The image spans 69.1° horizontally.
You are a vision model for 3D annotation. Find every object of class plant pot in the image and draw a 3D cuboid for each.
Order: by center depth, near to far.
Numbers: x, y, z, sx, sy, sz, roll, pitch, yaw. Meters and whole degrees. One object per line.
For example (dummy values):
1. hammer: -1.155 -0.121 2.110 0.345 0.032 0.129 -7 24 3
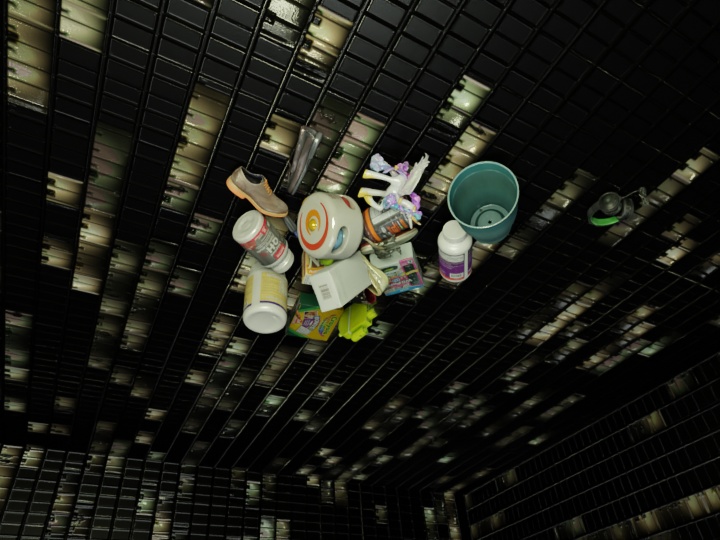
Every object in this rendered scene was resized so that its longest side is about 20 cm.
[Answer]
1. plant pot: 0.367 -0.178 1.521 0.195 0.206 0.188 -18 154 15

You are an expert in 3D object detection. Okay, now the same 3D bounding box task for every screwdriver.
1. screwdriver: -0.179 -0.092 1.617 0.029 0.028 0.202 -11 122 49

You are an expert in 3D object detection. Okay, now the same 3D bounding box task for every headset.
1. headset: 0.800 -0.188 1.621 0.120 0.097 0.200 13 148 -21

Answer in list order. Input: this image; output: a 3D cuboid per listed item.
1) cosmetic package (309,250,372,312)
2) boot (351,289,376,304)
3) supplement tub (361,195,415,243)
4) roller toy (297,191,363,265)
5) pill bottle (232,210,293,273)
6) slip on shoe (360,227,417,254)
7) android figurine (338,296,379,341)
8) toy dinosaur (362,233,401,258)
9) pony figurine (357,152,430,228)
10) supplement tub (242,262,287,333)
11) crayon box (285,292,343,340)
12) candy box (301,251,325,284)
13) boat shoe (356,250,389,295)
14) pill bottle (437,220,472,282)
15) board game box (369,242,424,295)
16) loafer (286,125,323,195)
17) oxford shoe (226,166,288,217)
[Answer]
1. cosmetic package: -0.055 0.029 1.549 0.079 0.199 0.116 -16 98 32
2. boot: -0.044 0.060 1.784 0.147 0.075 0.201 3 151 31
3. supplement tub: 0.076 -0.153 1.565 0.196 0.109 0.107 -25 136 22
4. roller toy: -0.093 -0.129 1.495 0.137 0.207 0.180 1 167 -43
5. pill bottle: -0.290 -0.081 1.602 0.108 0.113 0.200 -22 137 19
6. slip on shoe: 0.089 -0.107 1.656 0.194 0.063 0.074 -16 168 -6
7. android figurine: -0.010 0.169 1.872 0.041 0.185 0.199 35 124 -28
8. toy dinosaur: 0.072 -0.069 1.561 0.085 0.049 0.200 -13 163 12
9. pony figurine: 0.106 -0.236 1.433 0.196 0.167 0.197 25 113 5
10. supplement tub: -0.311 0.085 1.723 0.140 0.204 0.148 -3 141 -2
11. crayon box: -0.175 0.176 1.955 0.168 0.059 0.202 11 137 -19
12. candy box: -0.093 -0.005 1.710 0.194 0.118 0.056 8 138 -16
13. boat shoe: 0.000 0.000 1.655 0.197 0.063 0.074 34 146 11
14. pill bottle: 0.306 -0.064 1.693 0.109 0.115 0.203 -9 139 4
15. board game box: 0.126 0.000 1.759 0.143 0.066 0.201 -15 150 11
16. loafer: -0.164 -0.298 1.410 0.062 0.073 0.202 27 126 -8
17. oxford shoe: -0.277 -0.219 1.477 0.197 0.073 0.073 29 125 -33
